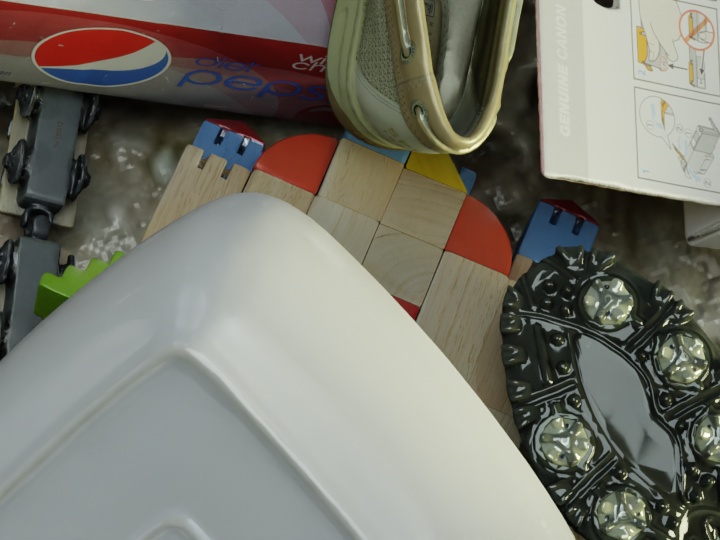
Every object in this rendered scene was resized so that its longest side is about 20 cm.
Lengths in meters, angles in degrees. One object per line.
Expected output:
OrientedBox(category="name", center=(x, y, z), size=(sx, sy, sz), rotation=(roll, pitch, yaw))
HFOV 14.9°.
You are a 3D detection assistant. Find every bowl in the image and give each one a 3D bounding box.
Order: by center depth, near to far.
OrientedBox(category="bowl", center=(-0.050, 0.097, 0.907), size=(0.200, 0.075, 0.200), rotation=(-41, 87, 20))

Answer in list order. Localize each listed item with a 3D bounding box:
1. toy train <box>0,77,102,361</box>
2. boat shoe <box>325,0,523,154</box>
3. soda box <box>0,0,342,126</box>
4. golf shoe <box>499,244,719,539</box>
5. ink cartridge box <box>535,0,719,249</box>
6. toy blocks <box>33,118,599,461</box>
OrientedBox(category="toy train", center=(-0.118, -0.041, 1.020), size=(0.034, 0.046, 0.200), rotation=(13, 68, -19))
OrientedBox(category="boat shoe", center=(0.034, -0.140, 0.946), size=(0.073, 0.063, 0.201), rotation=(10, 90, -29))
OrientedBox(category="soda box", center=(-0.061, -0.101, 0.998), size=(0.200, 0.070, 0.064), rotation=(6, 68, -21))
OrientedBox(category="golf shoe", center=(0.108, 0.085, 0.954), size=(0.077, 0.088, 0.200), rotation=(-33, 88, -10))
OrientedBox(category="ink cartridge box", center=(0.131, -0.109, 1.024), size=(0.176, 0.045, 0.200), rotation=(8, 71, -24))
OrientedBox(category="toy blocks", center=(0.000, 0.000, 0.995), size=(0.200, 0.100, 0.137), rotation=(23, 62, 1))
